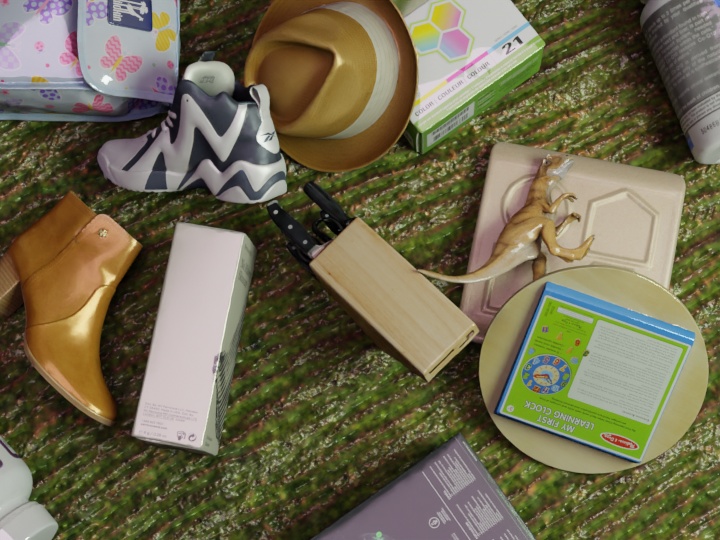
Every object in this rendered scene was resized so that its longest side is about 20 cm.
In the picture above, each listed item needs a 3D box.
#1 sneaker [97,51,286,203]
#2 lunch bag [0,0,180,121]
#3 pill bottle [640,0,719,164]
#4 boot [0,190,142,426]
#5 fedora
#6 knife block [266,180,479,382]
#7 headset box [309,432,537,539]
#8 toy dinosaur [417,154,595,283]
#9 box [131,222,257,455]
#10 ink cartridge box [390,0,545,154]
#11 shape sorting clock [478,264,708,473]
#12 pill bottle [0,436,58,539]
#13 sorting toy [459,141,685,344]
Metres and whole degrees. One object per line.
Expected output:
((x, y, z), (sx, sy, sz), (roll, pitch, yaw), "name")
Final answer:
((-0.159, -0.138, 1.241), (0.199, 0.079, 0.130), (12, 112, 34), "sneaker")
((-0.271, -0.236, 1.289), (0.199, 0.127, 0.170), (2, 80, -3), "lunch bag")
((0.327, -0.210, 1.249), (0.113, 0.114, 0.201), (-19, 78, -1), "pill bottle")
((-0.252, 0.030, 1.256), (0.144, 0.071, 0.201), (-44, 74, -3), "boot")
((-0.043, -0.178, 1.234), (0.200, 0.082, 0.201), (11, 109, 35), "fedora")
((0.000, 0.000, 1.199), (0.064, 0.200, 0.176), (-44, 109, -6), "knife block")
((0.056, 0.270, 1.175), (0.200, 0.093, 0.174), (-36, 79, -4), "headset box")
((0.145, -0.021, 1.215), (0.106, 0.061, 0.200), (31, 57, 15), "toy dinosaur")
((-0.150, 0.064, 1.239), (0.068, 0.082, 0.201), (10, 80, 6), "box")
((0.056, -0.237, 1.290), (0.148, 0.076, 0.200), (-36, 80, -4), "ink cartridge box")
((0.204, 0.089, 1.194), (0.199, 0.039, 0.201), (2, 107, 5), "shape sorting clock")
((-0.366, 0.184, 1.211), (0.112, 0.112, 0.200), (-44, 78, -6), "pill bottle")
((0.195, -0.012, 1.259), (0.184, 0.036, 0.201), (11, 75, 6), "sorting toy")
